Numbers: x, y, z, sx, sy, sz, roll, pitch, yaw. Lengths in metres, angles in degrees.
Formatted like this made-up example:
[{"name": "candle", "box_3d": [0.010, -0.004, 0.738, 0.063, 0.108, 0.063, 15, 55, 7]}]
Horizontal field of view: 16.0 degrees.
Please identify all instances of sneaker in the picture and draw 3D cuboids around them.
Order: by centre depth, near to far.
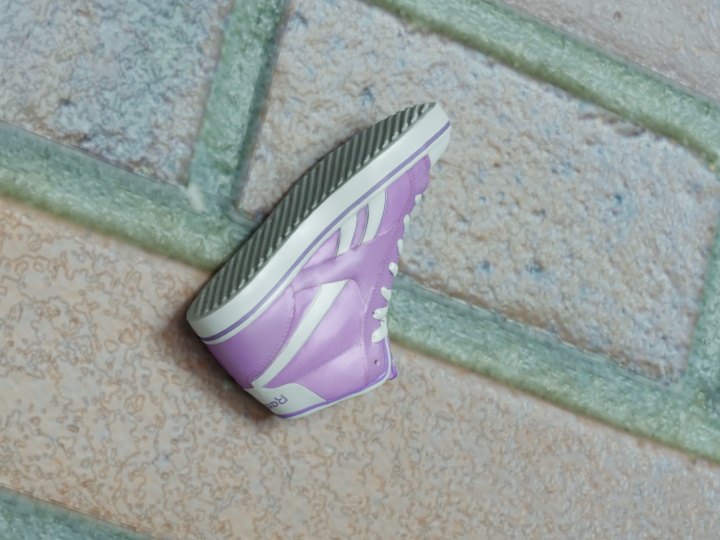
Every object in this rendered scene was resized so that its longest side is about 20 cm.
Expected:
[{"name": "sneaker", "box_3d": [0.000, 0.000, 1.491, 0.201, 0.073, 0.114, -46, 109, -15]}]
